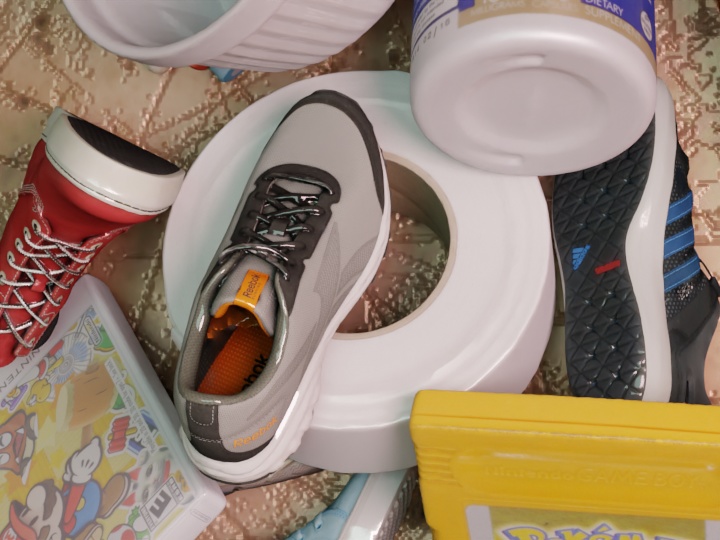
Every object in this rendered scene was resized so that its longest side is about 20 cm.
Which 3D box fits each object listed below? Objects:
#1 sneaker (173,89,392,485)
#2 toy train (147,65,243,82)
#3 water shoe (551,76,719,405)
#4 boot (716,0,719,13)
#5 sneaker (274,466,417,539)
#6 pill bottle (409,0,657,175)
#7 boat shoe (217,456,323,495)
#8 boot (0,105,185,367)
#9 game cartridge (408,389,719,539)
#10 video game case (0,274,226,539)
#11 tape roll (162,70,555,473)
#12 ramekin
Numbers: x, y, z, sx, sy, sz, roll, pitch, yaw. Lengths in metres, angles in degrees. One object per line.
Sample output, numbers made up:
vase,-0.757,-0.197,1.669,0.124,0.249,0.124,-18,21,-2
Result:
sneaker,-0.036,0.000,0.924,0.074,0.079,0.201,11,67,15
toy train,-0.105,-0.212,1.072,0.150,0.056,0.200,-39,82,9
water shoe,0.147,-0.003,1.010,0.071,0.079,0.201,-15,60,41
boot,0.199,-0.147,0.978,0.068,0.188,0.201,-19,112,0
sneaker,-0.048,0.170,1.043,0.082,0.074,0.200,34,95,8
pill bottle,0.086,-0.160,0.967,0.119,0.120,0.201,-5,59,13
boat shoe,-0.062,0.083,1.049,0.199,0.076,0.072,-17,83,10
boot,-0.159,-0.007,1.010,0.072,0.200,0.145,27,89,-15
game cartridge,0.121,0.134,0.957,0.175,0.201,0.033,2,50,13
video game case,-0.172,0.122,1.039,0.182,0.023,0.200,-46,42,8
tape roll,0.000,0.000,1.000,0.201,0.071,0.204,-3,66,7
ramekin,-0.055,-0.191,0.951,0.199,0.105,0.201,-9,76,41
